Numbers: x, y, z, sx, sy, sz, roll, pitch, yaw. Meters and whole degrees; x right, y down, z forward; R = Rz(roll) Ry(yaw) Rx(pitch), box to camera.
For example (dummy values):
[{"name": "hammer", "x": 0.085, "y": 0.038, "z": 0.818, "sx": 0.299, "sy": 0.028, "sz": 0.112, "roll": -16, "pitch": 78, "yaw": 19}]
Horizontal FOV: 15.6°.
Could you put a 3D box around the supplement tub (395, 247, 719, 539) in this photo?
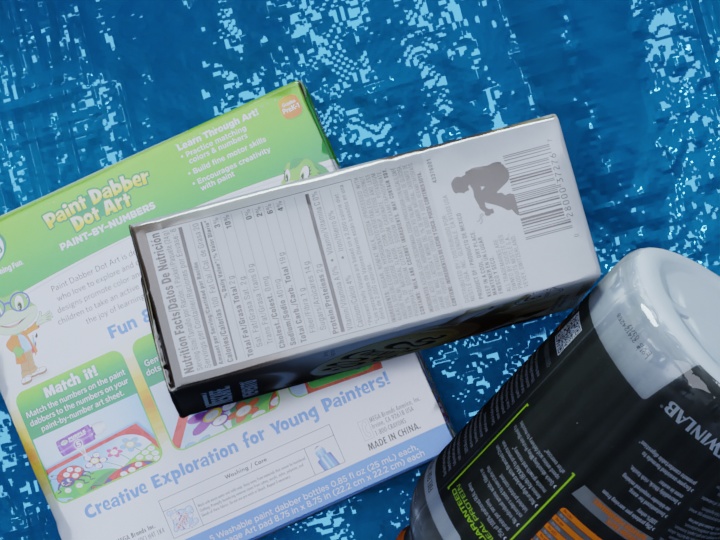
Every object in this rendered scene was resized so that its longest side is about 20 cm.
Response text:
[{"name": "supplement tub", "x": 0.106, "y": 0.097, "z": 1.204, "sx": 0.123, "sy": 0.122, "sz": 0.200, "roll": 45, "pitch": 113, "yaw": 7}]

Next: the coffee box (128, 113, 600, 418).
[{"name": "coffee box", "x": 0.000, "y": 0.000, "z": 1.205, "sx": 0.199, "sy": 0.113, "sz": 0.080, "roll": -15, "pitch": 82, "yaw": -3}]

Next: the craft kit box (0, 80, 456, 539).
[{"name": "craft kit box", "x": -0.079, "y": 0.038, "z": 1.289, "sx": 0.199, "sy": 0.049, "sz": 0.198, "roll": -24, "pitch": 86, "yaw": 4}]
